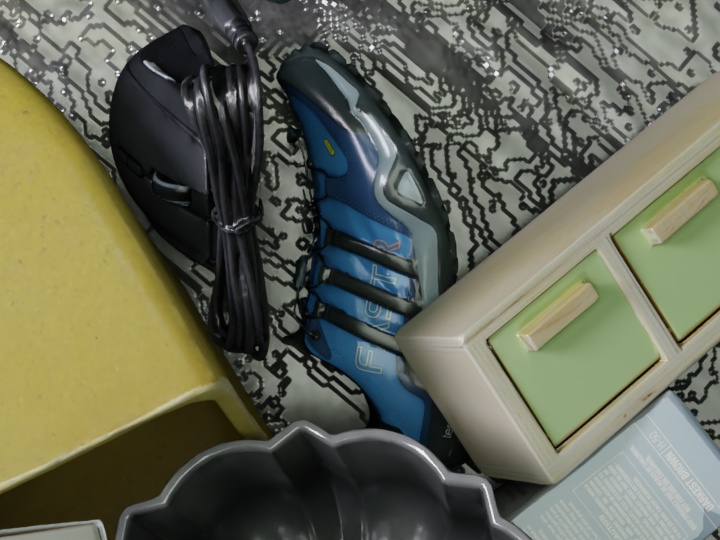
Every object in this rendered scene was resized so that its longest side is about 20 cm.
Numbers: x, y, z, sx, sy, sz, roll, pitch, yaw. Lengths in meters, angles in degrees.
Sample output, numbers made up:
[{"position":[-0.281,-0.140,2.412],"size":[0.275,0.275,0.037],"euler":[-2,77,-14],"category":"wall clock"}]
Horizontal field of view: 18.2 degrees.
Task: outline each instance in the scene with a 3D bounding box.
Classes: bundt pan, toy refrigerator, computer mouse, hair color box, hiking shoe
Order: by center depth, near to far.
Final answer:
[{"position":[-0.012,0.165,0.866],"size":[0.202,0.076,0.202],"euler":[-4,71,11],"category":"bundt pan"},{"position":[-0.074,-0.066,0.902],"size":[0.046,0.200,0.141],"euler":[-6,122,-11],"category":"computer mouse"},{"position":[0.119,-0.001,0.943],"size":[0.200,0.070,0.076],"euler":[-38,104,-20],"category":"toy refrigerator"},{"position":[0.065,0.132,0.961],"size":[0.200,0.099,0.061],"euler":[-38,90,-2],"category":"hair color box"},{"position":[0.000,0.000,0.974],"size":[0.087,0.074,0.200],"euler":[-25,89,-2],"category":"hiking shoe"}]

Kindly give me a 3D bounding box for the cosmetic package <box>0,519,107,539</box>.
[{"position":[-0.165,0.177,0.847],"size":[0.073,0.200,0.104],"euler":[-1,65,-42],"category":"cosmetic package"}]

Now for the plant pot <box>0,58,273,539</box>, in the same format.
[{"position":[-0.168,0.024,0.920],"size":[0.195,0.194,0.200],"euler":[-27,73,-2],"category":"plant pot"}]

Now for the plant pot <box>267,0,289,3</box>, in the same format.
[{"position":[-0.049,-0.208,0.923],"size":[0.200,0.201,0.161],"euler":[28,99,0],"category":"plant pot"}]
